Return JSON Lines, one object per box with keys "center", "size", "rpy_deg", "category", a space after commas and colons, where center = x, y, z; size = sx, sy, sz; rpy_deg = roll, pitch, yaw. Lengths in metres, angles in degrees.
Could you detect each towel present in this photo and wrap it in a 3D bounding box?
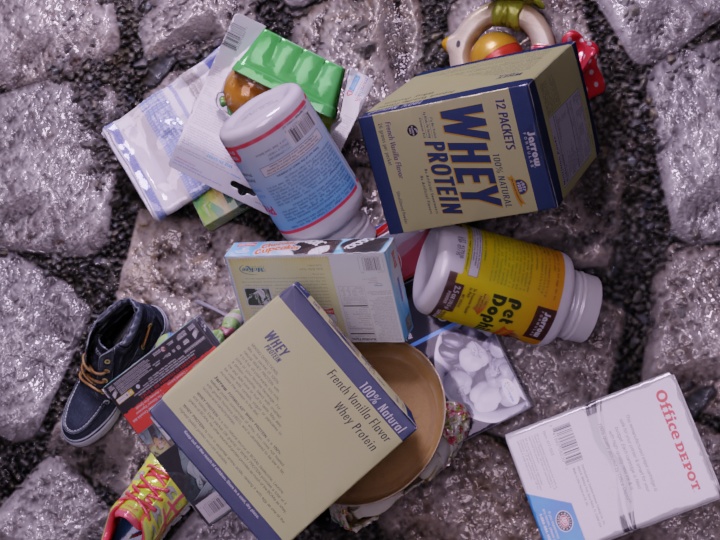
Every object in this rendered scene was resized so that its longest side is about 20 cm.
{"center": [-0.208, -0.171, 1.790], "size": [0.199, 0.024, 0.148], "rpy_deg": [-33, 76, 7], "category": "towel"}

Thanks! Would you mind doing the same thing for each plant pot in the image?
{"center": [0.007, 0.171, 1.631], "size": [0.198, 0.027, 0.202], "rpy_deg": [-12, 59, 20], "category": "plant pot"}

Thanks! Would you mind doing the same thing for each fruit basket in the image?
{"center": [-0.106, -0.176, 1.729], "size": [0.184, 0.094, 0.201], "rpy_deg": [25, 102, -1], "category": "fruit basket"}

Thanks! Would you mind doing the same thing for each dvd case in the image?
{"center": [-0.176, 0.170, 1.629], "size": [0.146, 0.022, 0.201], "rpy_deg": [-37, 92, 17], "category": "dvd case"}

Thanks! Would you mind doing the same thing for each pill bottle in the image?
{"center": [-0.066, -0.102, 1.650], "size": [0.108, 0.109, 0.201], "rpy_deg": [-29, 111, 8], "category": "pill bottle"}
{"center": [0.166, 0.019, 1.631], "size": [0.198, 0.109, 0.110], "rpy_deg": [15, 85, -11], "category": "pill bottle"}

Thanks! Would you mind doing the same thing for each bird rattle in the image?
{"center": [0.188, -0.259, 1.721], "size": [0.162, 0.113, 0.201], "rpy_deg": [-34, 88, 19], "category": "bird rattle"}

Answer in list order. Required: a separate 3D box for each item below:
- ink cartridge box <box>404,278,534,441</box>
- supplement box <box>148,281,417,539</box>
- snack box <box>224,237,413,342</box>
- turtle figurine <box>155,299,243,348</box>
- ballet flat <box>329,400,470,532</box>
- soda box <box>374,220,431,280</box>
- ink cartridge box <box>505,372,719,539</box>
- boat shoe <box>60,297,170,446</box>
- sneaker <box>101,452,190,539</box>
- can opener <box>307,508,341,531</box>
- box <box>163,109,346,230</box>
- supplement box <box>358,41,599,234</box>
{"center": [0.072, 0.115, 1.700], "size": [0.199, 0.043, 0.199], "rpy_deg": [-28, 77, 9], "category": "ink cartridge box"}
{"center": [-0.079, 0.150, 1.532], "size": [0.200, 0.134, 0.200], "rpy_deg": [-41, 91, 0], "category": "supplement box"}
{"center": [-0.047, 0.024, 1.638], "size": [0.198, 0.037, 0.117], "rpy_deg": [-1, 119, 23], "category": "snack box"}
{"center": [-0.153, 0.127, 1.740], "size": [0.193, 0.200, 0.145], "rpy_deg": [33, 67, -3], "category": "turtle figurine"}
{"center": [0.049, 0.228, 1.634], "size": [0.200, 0.064, 0.076], "rpy_deg": [-41, 111, 7], "category": "ballet flat"}
{"center": [0.000, 0.000, 1.714], "size": [0.199, 0.070, 0.064], "rpy_deg": [-31, 102, 9], "category": "soda box"}
{"center": [0.280, 0.217, 1.609], "size": [0.198, 0.086, 0.148], "rpy_deg": [-22, 77, 9], "category": "ink cartridge box"}
{"center": [-0.317, 0.120, 1.769], "size": [0.071, 0.091, 0.201], "rpy_deg": [33, 89, 23], "category": "boat shoe"}
{"center": [-0.253, 0.279, 1.732], "size": [0.078, 0.090, 0.201], "rpy_deg": [23, 86, 18], "category": "sneaker"}
{"center": [-0.027, 0.205, 1.694], "size": [0.063, 0.079, 0.202], "rpy_deg": [12, 84, 23], "category": "can opener"}
{"center": [-0.136, -0.161, 1.799], "size": [0.199, 0.036, 0.145], "rpy_deg": [-30, 75, 9], "category": "box"}
{"center": [0.136, -0.148, 1.601], "size": [0.198, 0.200, 0.135], "rpy_deg": [-9, 107, 25], "category": "supplement box"}
